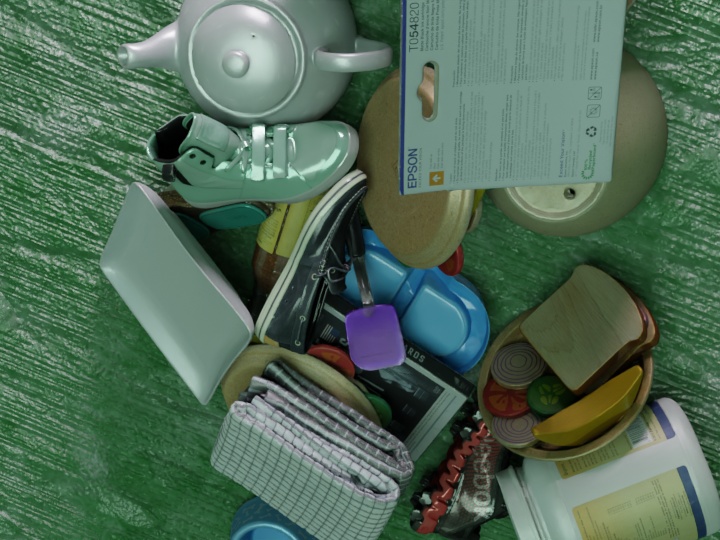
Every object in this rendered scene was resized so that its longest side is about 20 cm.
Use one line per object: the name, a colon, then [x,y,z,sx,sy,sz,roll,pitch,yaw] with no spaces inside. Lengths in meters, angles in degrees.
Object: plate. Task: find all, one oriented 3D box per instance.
plate: [-0.188,0.022,1.661,0.201,0.032,0.200,51,149,9]

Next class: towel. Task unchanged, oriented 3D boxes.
towel: [-0.049,0.195,1.638,0.199,0.086,0.166,32,149,5]

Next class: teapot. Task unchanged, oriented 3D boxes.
teapot: [-0.097,-0.216,1.561,0.197,0.146,0.200,46,111,-5]

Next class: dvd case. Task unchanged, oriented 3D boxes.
dvd case: [0.006,0.107,1.675,0.199,0.025,0.151,33,141,0]

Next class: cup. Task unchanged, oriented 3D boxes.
cup: [0.192,-0.114,1.529,0.198,0.143,0.203,4,110,12]

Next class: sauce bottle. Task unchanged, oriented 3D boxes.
sauce bottle: [-0.079,-0.030,1.663,0.065,0.066,0.202,22,112,5]

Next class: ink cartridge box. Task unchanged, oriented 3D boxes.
ink cartridge box: [0.127,-0.166,1.379,0.198,0.041,0.202,-4,119,-8]

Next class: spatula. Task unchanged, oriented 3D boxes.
spatula: [0.000,0.000,1.609,0.056,0.021,0.202,-12,82,-4]

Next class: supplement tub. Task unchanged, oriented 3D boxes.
supplement tub: [0.248,0.227,1.607,0.198,0.144,0.146,-21,103,2]

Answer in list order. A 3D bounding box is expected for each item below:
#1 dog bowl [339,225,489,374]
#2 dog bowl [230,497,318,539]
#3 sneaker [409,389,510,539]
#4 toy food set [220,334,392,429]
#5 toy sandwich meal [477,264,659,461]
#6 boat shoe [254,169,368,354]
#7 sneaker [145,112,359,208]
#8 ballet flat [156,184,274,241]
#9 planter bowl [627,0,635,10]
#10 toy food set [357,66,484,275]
dog bowl: [0.045,0.028,1.661,0.199,0.050,0.112,32,112,1]
dog bowl: [-0.084,0.354,1.793,0.110,0.050,0.202,-14,105,17]
sneaker: [0.132,0.207,1.691,0.097,0.071,0.202,26,109,-4]
toy food set: [-0.058,0.143,1.694,0.198,0.049,0.199,16,140,20]
toy sandwich meal: [0.202,0.092,1.581,0.203,0.207,0.070,-15,142,18]
boat shoe: [-0.036,-0.006,1.570,0.062,0.075,0.201,30,105,11]
sneaker: [-0.107,-0.114,1.526,0.198,0.118,0.075,-12,66,20]
ballet flat: [-0.163,-0.071,1.666,0.198,0.066,0.070,-9,148,36]
planter bowl: [0.177,-0.331,1.449,0.134,0.199,0.202,22,115,35]
toy food set: [0.059,-0.096,1.534,0.199,0.048,0.201,62,143,33]
